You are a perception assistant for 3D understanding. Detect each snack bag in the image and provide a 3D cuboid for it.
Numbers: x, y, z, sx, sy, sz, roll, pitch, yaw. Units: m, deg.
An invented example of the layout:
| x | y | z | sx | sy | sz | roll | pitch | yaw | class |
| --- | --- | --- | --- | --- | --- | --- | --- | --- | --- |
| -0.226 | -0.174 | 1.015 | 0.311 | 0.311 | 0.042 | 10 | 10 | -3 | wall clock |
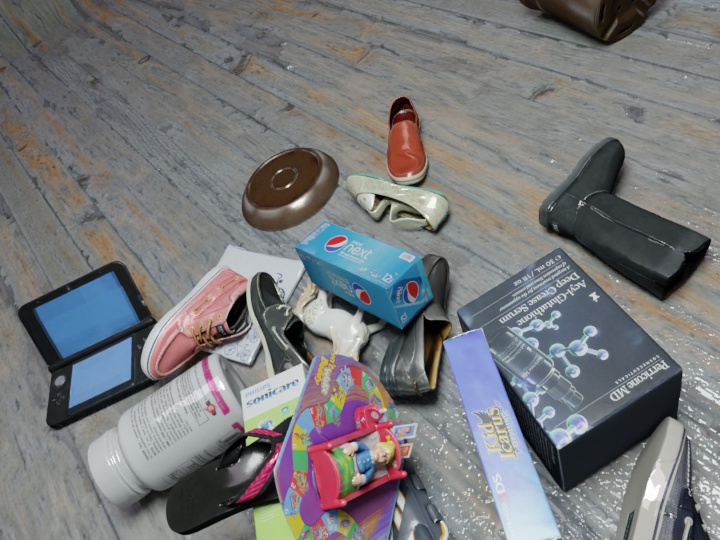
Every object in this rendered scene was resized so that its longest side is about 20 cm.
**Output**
| x | y | z | sx | sy | sz | roll | pitch | yaw | class |
| --- | --- | --- | --- | --- | --- | --- | --- | --- | --- |
| -0.194 | 0.045 | 0.973 | 0.185 | 0.022 | 0.203 | 10 | 57 | 32 | snack bag |

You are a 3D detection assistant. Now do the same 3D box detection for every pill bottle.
| x | y | z | sx | sy | sz | roll | pitch | yaw | class |
| --- | --- | --- | --- | --- | --- | --- | --- | --- | --- |
| -0.241 | 0.208 | 0.793 | 0.197 | 0.114 | 0.114 | -32 | 46 | -5 | pill bottle |

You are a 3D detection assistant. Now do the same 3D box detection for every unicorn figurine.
| x | y | z | sx | sy | sz | roll | pitch | yaw | class |
| --- | --- | --- | --- | --- | --- | --- | --- | --- | --- |
| -0.022 | 0.071 | 0.848 | 0.197 | 0.074 | 0.138 | 9 | 55 | 50 | unicorn figurine |

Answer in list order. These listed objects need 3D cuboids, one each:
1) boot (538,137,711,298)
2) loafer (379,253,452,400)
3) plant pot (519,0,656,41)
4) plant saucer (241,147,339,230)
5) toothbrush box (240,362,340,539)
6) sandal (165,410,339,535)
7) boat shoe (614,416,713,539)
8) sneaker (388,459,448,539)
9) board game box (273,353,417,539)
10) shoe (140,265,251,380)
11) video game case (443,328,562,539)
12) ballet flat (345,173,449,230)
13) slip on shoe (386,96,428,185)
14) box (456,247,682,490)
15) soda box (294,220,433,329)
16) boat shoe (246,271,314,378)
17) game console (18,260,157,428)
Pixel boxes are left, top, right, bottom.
| x | y | z | sx | sy | sz | roll | pitch | yaw | class |
| --- | --- | --- | --- | --- | --- | --- | --- | --- | --- |
| 0.357 | -0.077 | 0.790 | 0.165 | 0.066 | 0.199 | -46 | 45 | -5 | boot |
| 0.089 | 0.069 | 0.780 | 0.071 | 0.072 | 0.205 | -8 | 57 | 43 | loafer |
| 0.405 | -0.519 | 1.065 | 0.197 | 0.202 | 0.200 | -32 | 53 | -5 | plant pot |
| -0.135 | -0.159 | 1.112 | 0.195 | 0.032 | 0.204 | -14 | 48 | 15 | plant saucer |
| -0.055 | 0.233 | 0.665 | 0.084 | 0.147 | 0.203 | -22 | 47 | 5 | toothbrush box |
| -0.109 | 0.192 | 0.591 | 0.196 | 0.045 | 0.076 | -28 | 46 | 2 | sandal |
| 0.293 | 0.242 | 0.561 | 0.091 | 0.075 | 0.202 | 26 | 60 | 15 | boat shoe |
| 0.053 | 0.268 | 0.635 | 0.077 | 0.080 | 0.203 | -6 | 43 | 5 | sneaker |
| 0.001 | 0.172 | 0.572 | 0.038 | 0.158 | 0.203 | -23 | 32 | 34 | board game box |
| -0.231 | 0.084 | 0.896 | 0.090 | 0.072 | 0.202 | 18 | 61 | 37 | shoe |
| 0.141 | 0.191 | 0.584 | 0.044 | 0.183 | 0.203 | -19 | 46 | 6 | video game case |
| 0.045 | -0.107 | 0.963 | 0.196 | 0.068 | 0.063 | 16 | 69 | 34 | ballet flat |
| 0.075 | -0.224 | 1.049 | 0.072 | 0.062 | 0.204 | -10 | 50 | 14 | slip on shoe |
| 0.222 | 0.102 | 0.675 | 0.146 | 0.108 | 0.201 | -30 | 47 | -3 | box |
| 0.000 | 0.000 | 0.797 | 0.064 | 0.069 | 0.198 | -40 | 37 | -22 | soda box |
| -0.105 | 0.080 | 0.850 | 0.067 | 0.071 | 0.203 | -38 | 56 | 21 | boat shoe |
| -0.429 | 0.115 | 0.956 | 0.196 | 0.119 | 0.173 | -25 | 46 | 3 | game console |
